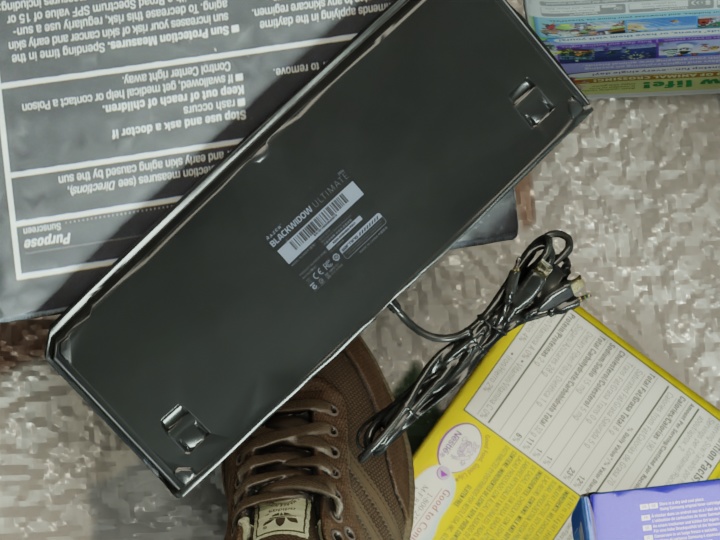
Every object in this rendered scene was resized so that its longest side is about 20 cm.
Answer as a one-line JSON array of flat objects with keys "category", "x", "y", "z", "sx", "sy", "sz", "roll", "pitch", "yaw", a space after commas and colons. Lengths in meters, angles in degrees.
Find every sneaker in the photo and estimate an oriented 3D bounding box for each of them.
[{"category": "sneaker", "x": -0.016, "y": 0.092, "z": 1.005, "sx": 0.070, "sy": 0.076, "sz": 0.201, "roll": -8, "pitch": 63, "yaw": 4}]

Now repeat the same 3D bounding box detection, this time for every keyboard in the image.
[{"category": "keyboard", "x": 0.000, "y": 0.000, "z": 0.978, "sx": 0.200, "sy": 0.021, "sz": 0.127, "roll": -42, "pitch": 107, "yaw": -3}]

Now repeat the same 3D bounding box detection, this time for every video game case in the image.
[{"category": "video game case", "x": 0.159, "y": -0.102, "z": 1.031, "sx": 0.199, "sy": 0.182, "sz": 0.022, "roll": -2, "pitch": 76, "yaw": 6}]

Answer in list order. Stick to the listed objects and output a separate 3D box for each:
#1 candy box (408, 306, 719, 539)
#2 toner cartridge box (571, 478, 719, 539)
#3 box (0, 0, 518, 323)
[{"category": "candy box", "x": 0.051, "y": 0.110, "z": 1.061, "sx": 0.102, "sy": 0.026, "sz": 0.200, "roll": 38, "pitch": 72, "yaw": -1}, {"category": "toner cartridge box", "x": 0.176, "y": 0.113, "z": 0.953, "sx": 0.199, "sy": 0.043, "sz": 0.096, "roll": -6, "pitch": 74, "yaw": -3}, {"category": "box", "x": -0.060, "y": -0.104, "z": 1.003, "sx": 0.199, "sy": 0.123, "sz": 0.200, "roll": -9, "pitch": 106, "yaw": -17}]
